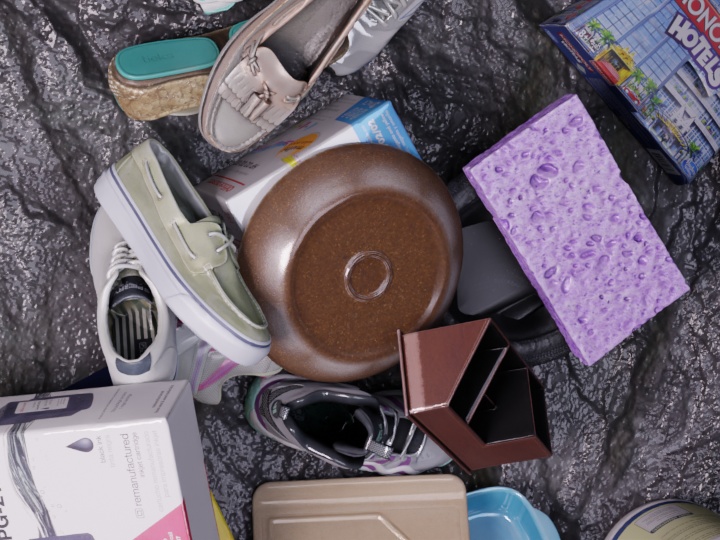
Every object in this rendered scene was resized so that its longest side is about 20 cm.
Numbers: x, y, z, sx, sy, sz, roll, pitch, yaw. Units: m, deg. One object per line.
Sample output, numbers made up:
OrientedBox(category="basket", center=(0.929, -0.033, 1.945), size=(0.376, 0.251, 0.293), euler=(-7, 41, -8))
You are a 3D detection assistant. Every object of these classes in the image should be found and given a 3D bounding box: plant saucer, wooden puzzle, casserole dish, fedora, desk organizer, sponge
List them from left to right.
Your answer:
OrientedBox(category="plant saucer", center=(0.000, 0.000, 1.595), size=(0.200, 0.037, 0.201), euler=(-9, 111, -24))
OrientedBox(category="wooden puzzle", center=(0.004, 0.275, 1.690), size=(0.184, 0.037, 0.201), euler=(-2, 70, -2))
OrientedBox(category="casserole dish", center=(0.078, 0.264, 1.739), size=(0.199, 0.039, 0.121), euler=(-18, 66, -14))
OrientedBox(category="desk organizer", center=(0.096, 0.104, 1.646), size=(0.077, 0.200, 0.072), euler=(-11, 68, 14))
OrientedBox(category="fedora", center=(0.126, -0.012, 1.718), size=(0.200, 0.092, 0.201), euler=(-2, 98, -15))
OrientedBox(category="sponge", center=(0.180, -0.033, 1.665), size=(0.111, 0.030, 0.200), euler=(-35, 105, -8))

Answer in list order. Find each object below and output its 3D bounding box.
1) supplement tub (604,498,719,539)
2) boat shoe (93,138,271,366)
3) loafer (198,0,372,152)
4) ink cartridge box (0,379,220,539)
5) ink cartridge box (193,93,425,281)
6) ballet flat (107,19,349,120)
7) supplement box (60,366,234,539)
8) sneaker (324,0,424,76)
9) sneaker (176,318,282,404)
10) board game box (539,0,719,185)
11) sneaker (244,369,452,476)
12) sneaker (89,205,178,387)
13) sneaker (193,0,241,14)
OrientedBox(category="supplement tub", center=(0.307, 0.289, 1.758), size=(0.145, 0.200, 0.146), euler=(-2, 97, -18))
OrientedBox(category="boat shoe", center=(-0.130, -0.016, 1.541), size=(0.062, 0.072, 0.200), euler=(-45, 74, 19))
OrientedBox(category="loafer", center=(-0.056, -0.174, 1.574), size=(0.072, 0.063, 0.200), euler=(35, 97, -24))
OrientedBox(category="ink cartridge box", center=(-0.219, 0.170, 1.507), size=(0.199, 0.084, 0.145), euler=(-6, 107, 11))
OrientedBox(category="ink cartridge box", center=(-0.061, -0.064, 1.636), size=(0.200, 0.115, 0.068), euler=(-33, 106, -12))
OrientedBox(category="ballet flat", center=(-0.108, -0.163, 1.641), size=(0.199, 0.071, 0.065), euler=(-9, 142, -11))
OrientedBox(category="supplement box", center=(-0.183, 0.187, 1.628), size=(0.109, 0.109, 0.200), euler=(-28, 105, -13))
OrientedBox(category="sneaker", center=(0.033, -0.246, 1.662), size=(0.075, 0.087, 0.200), euler=(38, 86, -21))
OrientedBox(category="sneaker", center=(-0.080, 0.039, 1.667), size=(0.200, 0.081, 0.088), euler=(-31, 107, -4))
OrientedBox(category="board game box", center=(0.296, -0.213, 1.768), size=(0.200, 0.062, 0.200), euler=(-46, 108, -8))
OrientedBox(category="sneaker", center=(0.011, 0.138, 1.670), size=(0.199, 0.140, 0.078), euler=(11, 92, -21))
OrientedBox(category="sneaker", center=(-0.174, 0.012, 1.575), size=(0.073, 0.200, 0.071), euler=(-11, 144, -6))
OrientedBox(category="sneaker", center=(-0.095, -0.242, 1.630), size=(0.199, 0.075, 0.089), euler=(21, 105, -5))
